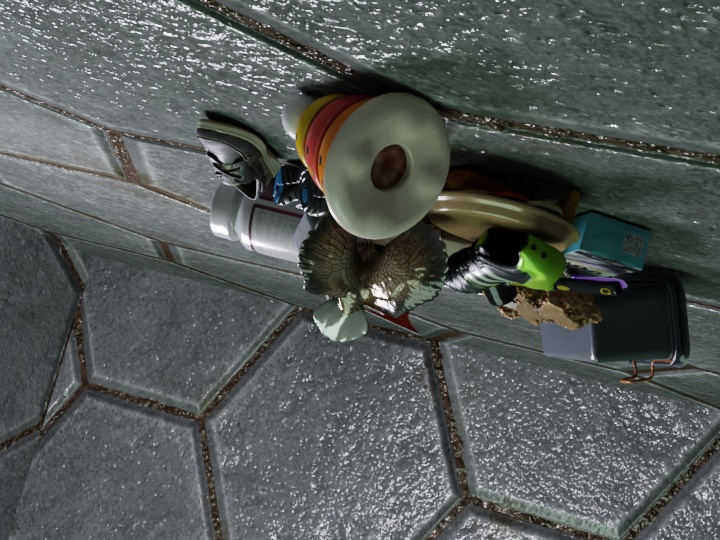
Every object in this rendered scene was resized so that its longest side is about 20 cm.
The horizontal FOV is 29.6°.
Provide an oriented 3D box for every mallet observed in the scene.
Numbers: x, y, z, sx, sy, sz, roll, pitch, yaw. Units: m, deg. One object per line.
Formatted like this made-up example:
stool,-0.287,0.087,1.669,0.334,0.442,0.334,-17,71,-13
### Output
mallet,0.228,0.023,1.641,0.199,0.041,0.066,12,135,37

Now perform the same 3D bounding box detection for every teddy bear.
teddy bear,0.228,0.027,1.772,0.145,0.067,0.200,35,166,-14

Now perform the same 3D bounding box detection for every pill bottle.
pill bottle,-0.111,-0.072,1.986,0.199,0.110,0.110,14,173,18

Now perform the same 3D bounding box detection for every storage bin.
storage bin,0.339,0.084,1.866,0.133,0.147,0.200,-6,-178,-18

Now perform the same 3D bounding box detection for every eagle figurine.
eagle figurine,0.004,-0.008,1.584,0.152,0.151,0.200,60,170,-1

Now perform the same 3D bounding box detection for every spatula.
spatula,0.231,-0.007,1.667,0.199,0.021,0.056,21,175,27

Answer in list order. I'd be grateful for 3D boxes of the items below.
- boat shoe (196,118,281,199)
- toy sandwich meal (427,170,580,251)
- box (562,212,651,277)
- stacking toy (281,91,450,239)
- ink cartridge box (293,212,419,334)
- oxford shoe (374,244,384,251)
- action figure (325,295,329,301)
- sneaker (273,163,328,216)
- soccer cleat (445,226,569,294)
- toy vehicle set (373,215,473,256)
boat shoe,-0.158,-0.140,1.742,0.071,0.065,0.200,16,173,17
toy sandwich meal,0.160,-0.075,1.541,0.204,0.071,0.205,14,170,2
box,0.280,-0.028,1.682,0.082,0.050,0.200,17,173,-9
stacking toy,-0.017,-0.128,1.371,0.146,0.147,0.200,22,-173,-40
ink cartridge box,0.000,0.000,1.780,0.159,0.047,0.200,25,-167,-18
oxford shoe,0.026,-0.065,1.841,0.072,0.085,0.200,13,174,9
action figure,0.039,-0.015,1.956,0.199,0.070,0.130,-28,175,-19
sneaker,-0.046,-0.108,1.776,0.081,0.074,0.200,8,-175,-23
soccer cleat,0.148,-0.015,1.529,0.081,0.068,0.199,39,158,-27
toy vehicle set,0.124,-0.050,1.688,0.199,0.027,0.124,13,-151,25
